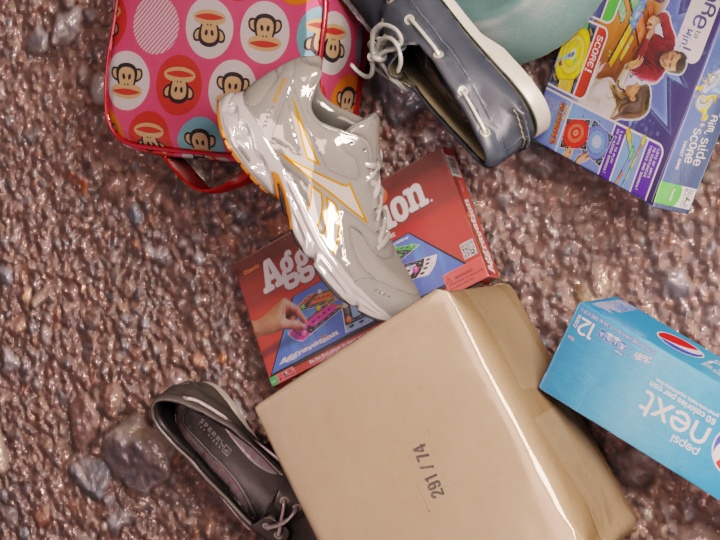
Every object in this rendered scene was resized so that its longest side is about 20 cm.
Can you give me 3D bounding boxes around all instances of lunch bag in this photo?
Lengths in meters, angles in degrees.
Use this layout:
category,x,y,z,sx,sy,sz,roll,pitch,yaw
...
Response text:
category,x,y,z,sx,sy,sz,roll,pitch,yaw
lunch bag,-0.095,-0.144,1.246,0.200,0.082,0.176,11,98,29

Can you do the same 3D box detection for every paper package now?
category,x,y,z,sx,sy,sz,roll,pitch,yaw
paper package,0.056,0.135,1.155,0.191,0.103,0.200,-33,76,27

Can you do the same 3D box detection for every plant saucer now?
category,x,y,z,sx,sy,sz,roll,pitch,yaw
plant saucer,0.091,-0.239,1.133,0.200,0.036,0.200,0,90,44

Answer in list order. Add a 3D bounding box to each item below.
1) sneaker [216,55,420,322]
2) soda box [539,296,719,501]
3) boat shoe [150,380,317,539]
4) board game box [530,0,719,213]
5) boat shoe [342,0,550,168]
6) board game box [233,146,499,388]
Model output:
category,x,y,z,sx,sy,sz,roll,pitch,yaw
sneaker,-0.009,-0.057,1.152,0.092,0.076,0.200,-35,98,14
soda box,0.220,0.094,1.079,0.200,0.064,0.068,32,108,26
boat shoe,-0.083,0.159,1.264,0.200,0.057,0.067,42,111,23
board game box,0.190,-0.153,1.072,0.135,0.034,0.200,38,113,51
boat shoe,0.040,-0.146,1.133,0.062,0.075,0.200,-37,74,-19
board game box,0.000,0.000,1.225,0.200,0.019,0.103,-29,69,28
